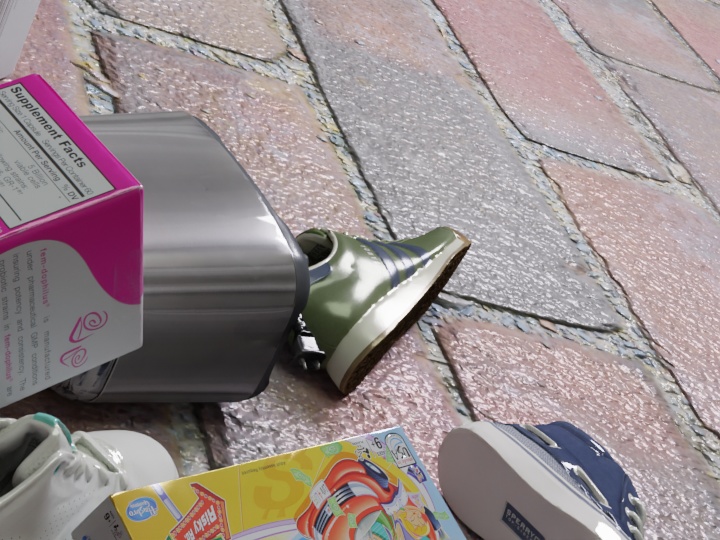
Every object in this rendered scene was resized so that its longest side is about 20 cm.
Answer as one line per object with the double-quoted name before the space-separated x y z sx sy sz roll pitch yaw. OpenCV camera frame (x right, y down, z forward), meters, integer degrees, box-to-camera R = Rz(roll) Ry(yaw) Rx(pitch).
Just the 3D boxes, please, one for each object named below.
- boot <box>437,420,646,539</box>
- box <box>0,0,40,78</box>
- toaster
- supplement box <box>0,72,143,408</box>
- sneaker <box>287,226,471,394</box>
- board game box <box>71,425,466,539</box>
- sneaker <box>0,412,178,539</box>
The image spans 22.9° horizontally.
"boot" 0.131 0.146 0.953 0.090 0.073 0.200 -3 37 -37
"box" -0.320 -0.200 1.131 0.199 0.107 0.152 30 26 7
"toaster" -0.119 -0.002 0.952 0.128 0.114 0.200 -1 41 -39
"supplement box" -0.203 0.006 0.782 0.199 0.102 0.103 -22 50 -29
"sneaker" 0.000 0.000 1.107 0.090 0.067 0.200 36 29 7
"board game box" -0.020 0.149 0.802 0.199 0.034 0.135 -8 61 -51
"sneaker" -0.138 0.095 0.773 0.075 0.089 0.199 35 26 22
